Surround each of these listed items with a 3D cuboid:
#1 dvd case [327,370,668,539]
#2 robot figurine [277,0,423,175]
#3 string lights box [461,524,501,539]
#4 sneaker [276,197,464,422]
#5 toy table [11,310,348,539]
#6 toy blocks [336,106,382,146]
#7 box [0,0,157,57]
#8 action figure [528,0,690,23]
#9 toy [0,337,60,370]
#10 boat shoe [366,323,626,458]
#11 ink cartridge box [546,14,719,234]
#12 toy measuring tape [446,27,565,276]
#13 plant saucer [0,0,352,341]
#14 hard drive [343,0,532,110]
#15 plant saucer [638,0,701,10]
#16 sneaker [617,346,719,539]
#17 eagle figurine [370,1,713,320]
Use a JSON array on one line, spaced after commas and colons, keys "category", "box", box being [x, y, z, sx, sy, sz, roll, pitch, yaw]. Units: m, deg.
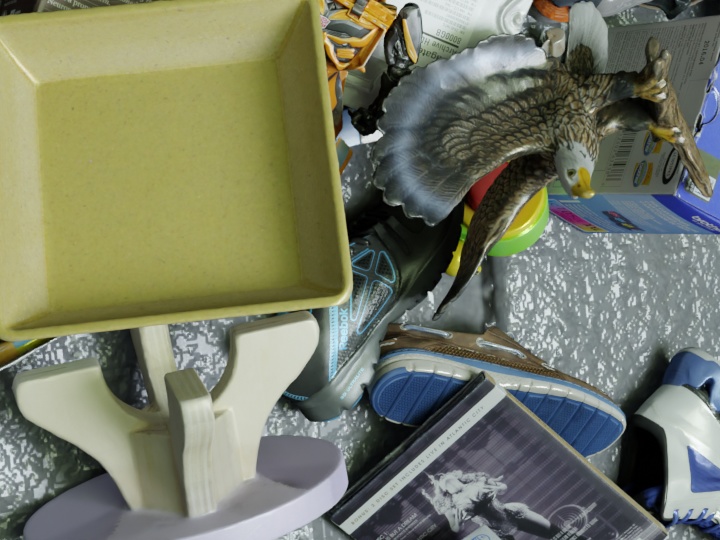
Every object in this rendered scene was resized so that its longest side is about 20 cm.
[{"category": "dvd case", "box": [0.097, 0.175, 1.333, 0.149, 0.016, 0.200, -43, 118, 13]}, {"category": "robot figurine", "box": [-0.050, -0.109, 1.183, 0.145, 0.058, 0.200, 30, 109, -8]}, {"category": "string lights box", "box": [0.025, 0.267, 1.274, 0.200, 0.059, 0.103, -32, 137, -20]}, {"category": "sneaker", "box": [0.000, 0.000, 1.281, 0.082, 0.073, 0.201, 39, 70, -25]}, {"category": "toy table", "box": [-0.111, 0.100, 1.161, 0.199, 0.184, 0.118, -17, 111, -23]}, {"category": "toy blocks", "box": [0.009, -0.167, 1.281, 0.136, 0.100, 0.201, -14, 106, -19]}, {"category": "box", "box": [-0.144, -0.218, 1.187, 0.100, 0.075, 0.201, 21, 78, -29]}, {"category": "action figure", "box": [0.144, -0.249, 1.304, 0.200, 0.194, 0.105, 36, 48, 10]}, {"category": "toy", "box": [-0.192, 0.023, 1.139, 0.199, 0.115, 0.047, -25, 93, -29]}, {"category": "boat shoe", "box": [0.095, 0.075, 1.335, 0.199, 0.072, 0.073, 17, 38, -25]}, {"category": "ink cartridge box", "box": [0.217, -0.099, 1.340, 0.076, 0.200, 0.137, 25, 78, -30]}, {"category": "toy measuring tape", "box": [0.116, -0.077, 1.352, 0.074, 0.073, 0.201, 40, 71, -26]}, {"category": "plant saucer", "box": [-0.113, -0.056, 1.098, 0.199, 0.048, 0.201, -6, 69, -3]}, {"category": "hard drive", "box": [0.044, -0.192, 1.224, 0.139, 0.038, 0.201, 21, 100, -14]}, {"category": "plant saucer", "box": [0.214, -0.294, 1.435, 0.199, 0.032, 0.201, -1, 92, -32]}, {"category": "sneaker", "box": [0.254, 0.171, 1.448, 0.115, 0.080, 0.200, -36, 102, -23]}, {"category": "eagle figurine", "box": [0.108, -0.075, 1.207, 0.199, 0.151, 0.152, -23, 91, 6]}]
